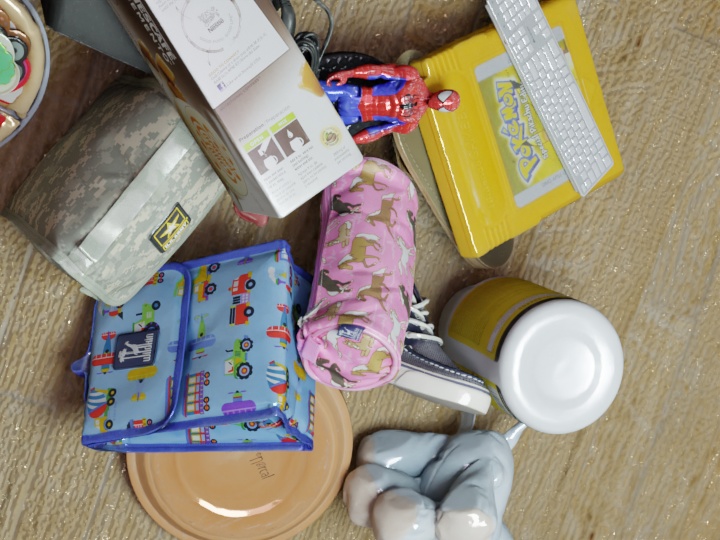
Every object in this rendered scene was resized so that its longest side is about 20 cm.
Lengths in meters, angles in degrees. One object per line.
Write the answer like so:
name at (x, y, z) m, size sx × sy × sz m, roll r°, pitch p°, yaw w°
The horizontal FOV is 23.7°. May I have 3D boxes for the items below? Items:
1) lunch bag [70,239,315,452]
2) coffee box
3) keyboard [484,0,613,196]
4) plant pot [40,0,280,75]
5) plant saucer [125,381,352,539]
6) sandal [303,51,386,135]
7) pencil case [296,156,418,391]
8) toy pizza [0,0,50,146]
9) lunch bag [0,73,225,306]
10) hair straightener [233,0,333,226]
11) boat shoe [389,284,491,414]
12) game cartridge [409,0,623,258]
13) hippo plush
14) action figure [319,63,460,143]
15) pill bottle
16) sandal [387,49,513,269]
lunch bag at (-0.142, 0.071, 1.412) m, size 0.198 × 0.094 × 0.152 m, roll -7°, pitch 65°, yaw 16°
coffee box at (-0.094, -0.144, 1.223) m, size 0.079 × 0.114 × 0.201 m, roll -36°, pitch 106°, yaw -14°
keyboard at (0.167, -0.163, 1.502) m, size 0.056 × 0.011 × 0.201 m, roll -41°, pitch 114°, yaw -30°
plant pot at (-0.156, -0.255, 1.353) m, size 0.199 × 0.200 × 0.178 m, roll 23°, pitch 101°, yaw -19°
plant saucer at (-0.104, 0.154, 1.486) m, size 0.198 × 0.032 × 0.202 m, roll -4°, pitch 110°, yaw -10°
sandal at (-0.052, -0.156, 1.465) m, size 0.198 × 0.045 × 0.076 m, roll 3°, pitch 106°, yaw -26°
pencil case at (0.000, 0.000, 1.422) m, size 0.082 × 0.201 × 0.087 m, roll -11°, pitch 136°, yaw 21°
toy pizza at (-0.342, -0.157, 1.338) m, size 0.198 × 0.032 × 0.201 m, roll -8°, pitch 129°, yaw -10°
lunch bag at (-0.186, -0.063, 1.360) m, size 0.117 × 0.200 × 0.164 m, roll 42°, pitch 84°, yaw -18°
hair straightener at (-0.058, -0.135, 1.342) m, size 0.077 × 0.041 × 0.201 m, roll -35°, pitch 140°, yaw -48°
boat shoe at (0.038, 0.053, 1.459) m, size 0.075 × 0.199 × 0.093 m, roll 28°, pitch 82°, yaw -52°
game cartridge at (0.138, -0.129, 1.502) m, size 0.199 × 0.032 × 0.178 m, roll -30°, pitch 108°, yaw -36°
hippo plush at (0.076, 0.227, 1.539) m, size 0.200 × 0.158 × 0.162 m, roll -51°, pitch 140°, yaw -49°
action figure at (-0.017, -0.135, 1.403) m, size 0.198 × 0.052 × 0.066 m, roll -4°, pitch 109°, yaw -6°
pill bottle at (0.138, 0.066, 1.480) m, size 0.111 × 0.200 × 0.113 m, roll -3°, pitch 99°, yaw -17°
sandal at (0.057, -0.090, 1.501) m, size 0.078 × 0.069 × 0.213 m, roll -44°, pitch 116°, yaw -31°
